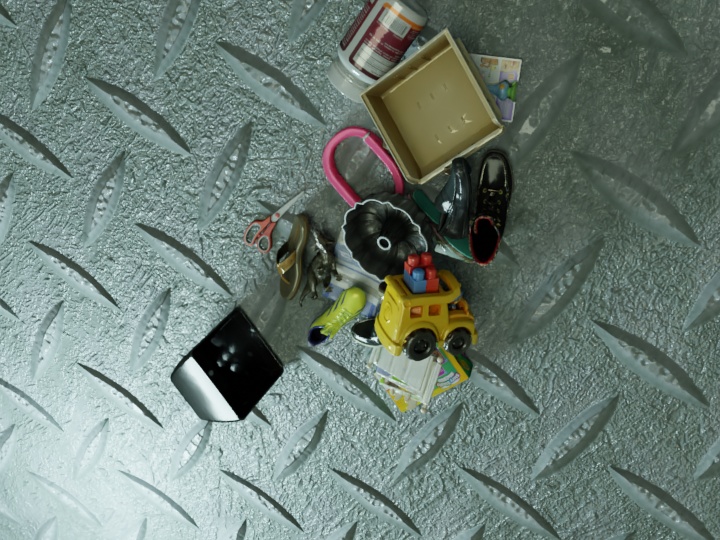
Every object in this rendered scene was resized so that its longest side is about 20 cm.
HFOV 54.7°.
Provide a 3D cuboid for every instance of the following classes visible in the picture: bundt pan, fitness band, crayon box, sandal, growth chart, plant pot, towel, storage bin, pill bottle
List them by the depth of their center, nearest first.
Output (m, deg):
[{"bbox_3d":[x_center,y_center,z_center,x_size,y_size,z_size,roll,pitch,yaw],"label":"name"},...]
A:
[{"bbox_3d":[0.136,-0.294,1.284,0.198,0.093,0.201,-30,87,24],"label":"storage bin"},{"bbox_3d":[0.027,-0.427,1.314,0.114,0.114,0.201,40,119,-2],"label":"pill bottle"},{"bbox_3d":[0.064,-0.075,1.427,0.198,0.076,0.205,18,131,21],"label":"bundt pan"},{"bbox_3d":[0.008,-0.204,1.459,0.143,0.037,0.201,-39,95,28],"label":"fitness band"},{"bbox_3d":[0.094,0.212,1.543,0.198,0.018,0.147,32,101,36],"label":"growth chart"},{"bbox_3d":[0.000,0.000,1.557,0.144,0.024,0.203,24,118,8],"label":"towel"},{"bbox_3d":[-0.161,-0.032,1.560,0.053,0.080,0.204,0,117,-31],"label":"sandal"},{"bbox_3d":[0.142,0.226,1.586,0.198,0.058,0.120,-33,100,27],"label":"crayon box"},{"bbox_3d":[-0.342,0.250,1.689,0.176,0.200,0.201,-29,102,37],"label":"plant pot"}]

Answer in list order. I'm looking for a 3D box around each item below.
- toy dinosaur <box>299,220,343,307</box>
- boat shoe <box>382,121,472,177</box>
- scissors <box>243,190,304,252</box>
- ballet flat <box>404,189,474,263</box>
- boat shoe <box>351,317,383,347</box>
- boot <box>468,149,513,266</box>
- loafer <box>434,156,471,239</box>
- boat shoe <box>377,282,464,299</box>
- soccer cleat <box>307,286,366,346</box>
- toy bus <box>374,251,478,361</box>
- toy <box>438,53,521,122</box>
[{"bbox_3d":[-0.089,0.001,1.559,0.075,0.103,0.203,4,131,-17],"label":"toy dinosaur"},{"bbox_3d":[0.131,-0.228,1.396,0.198,0.072,0.073,36,124,12],"label":"boat shoe"},{"bbox_3d":[-0.200,-0.122,1.575,0.073,0.014,0.201,37,120,2],"label":"scissors"},{"bbox_3d":[0.161,-0.082,1.452,0.200,0.069,0.071,44,137,1],"label":"ballet flat"},{"bbox_3d":[0.062,0.127,1.526,0.195,0.076,0.067,8,149,27],"label":"boat shoe"},{"bbox_3d":[0.251,-0.119,1.350,0.071,0.151,0.205,10,115,13],"label":"boot"},{"bbox_3d":[0.176,-0.132,1.327,0.069,0.069,0.203,-2,143,4],"label":"loafer"},{"bbox_3d":[0.130,0.080,1.522,0.195,0.072,0.077,16,130,7],"label":"boat shoe"},{"bbox_3d":[-0.053,0.109,1.569,0.065,0.084,0.200,41,131,-7],"label":"soccer cleat"},{"bbox_3d":[0.139,0.059,1.374,0.195,0.136,0.196,-4,117,-20],"label":"toy bus"},{"bbox_3d":[0.200,-0.352,1.327,0.195,0.047,0.118,11,113,13],"label":"toy"}]
